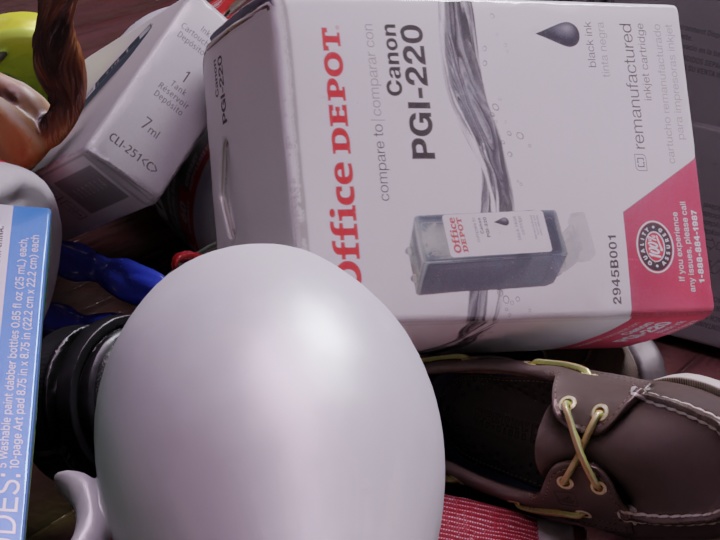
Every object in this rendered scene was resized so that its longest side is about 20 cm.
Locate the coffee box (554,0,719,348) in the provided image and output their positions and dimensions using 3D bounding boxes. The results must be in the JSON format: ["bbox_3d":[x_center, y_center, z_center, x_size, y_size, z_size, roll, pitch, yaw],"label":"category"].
[{"bbox_3d":[0.165,-0.093,1.367,0.200,0.200,0.198,16,19,13],"label":"coffee box"}]

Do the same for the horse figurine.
[{"bbox_3d":[-0.192,-0.076,1.099,0.200,0.133,0.050,-10,33,33],"label":"horse figurine"}]

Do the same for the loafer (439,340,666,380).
[{"bbox_3d":[0.067,0.019,1.182,0.071,0.073,0.200,-1,22,-32],"label":"loafer"}]

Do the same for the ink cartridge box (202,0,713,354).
[{"bbox_3d":[0.042,-0.040,1.058,0.200,0.146,0.085,-2,-10,-23],"label":"ink cartridge box"}]

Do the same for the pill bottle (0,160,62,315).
[{"bbox_3d":[-0.240,-0.019,1.060,0.200,0.111,0.111,19,20,20],"label":"pill bottle"}]

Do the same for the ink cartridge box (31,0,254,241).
[{"bbox_3d":[-0.100,-0.094,1.164,0.045,0.176,0.200,40,-22,-16],"label":"ink cartridge box"}]

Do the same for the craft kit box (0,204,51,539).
[{"bbox_3d":[-0.205,0.052,0.806,0.197,0.049,0.200,6,42,-8],"label":"craft kit box"}]

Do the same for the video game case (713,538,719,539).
[{"bbox_3d":[0.221,0.101,1.053,0.182,0.024,0.200,-3,23,-33],"label":"video game case"}]

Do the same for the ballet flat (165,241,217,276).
[{"bbox_3d":[0.000,0.000,1.158,0.200,0.067,0.064,-18,0,4],"label":"ballet flat"}]

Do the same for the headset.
[{"bbox_3d":[-0.124,0.069,0.938,0.123,0.094,0.200,-9,4,17],"label":"headset"}]

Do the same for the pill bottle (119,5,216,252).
[{"bbox_3d":[-0.064,-0.067,1.293,0.114,0.114,0.200,2,21,-26],"label":"pill bottle"}]

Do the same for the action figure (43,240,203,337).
[{"bbox_3d":[-0.096,0.019,1.086,0.200,0.065,0.099,15,-3,10],"label":"action figure"}]

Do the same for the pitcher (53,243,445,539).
[{"bbox_3d":[-0.051,0.091,0.830,0.171,0.121,0.200,-6,46,-6],"label":"pitcher"}]

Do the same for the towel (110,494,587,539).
[{"bbox_3d":[-0.006,0.112,0.962,0.200,0.023,0.144,13,17,-2],"label":"towel"}]

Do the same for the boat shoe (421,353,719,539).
[{"bbox_3d":[0.090,0.072,1.016,0.059,0.072,0.200,3,6,-45],"label":"boat shoe"}]

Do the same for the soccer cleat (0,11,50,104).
[{"bbox_3d":[-0.193,-0.092,1.198,0.065,0.084,0.200,24,-29,-22],"label":"soccer cleat"}]
